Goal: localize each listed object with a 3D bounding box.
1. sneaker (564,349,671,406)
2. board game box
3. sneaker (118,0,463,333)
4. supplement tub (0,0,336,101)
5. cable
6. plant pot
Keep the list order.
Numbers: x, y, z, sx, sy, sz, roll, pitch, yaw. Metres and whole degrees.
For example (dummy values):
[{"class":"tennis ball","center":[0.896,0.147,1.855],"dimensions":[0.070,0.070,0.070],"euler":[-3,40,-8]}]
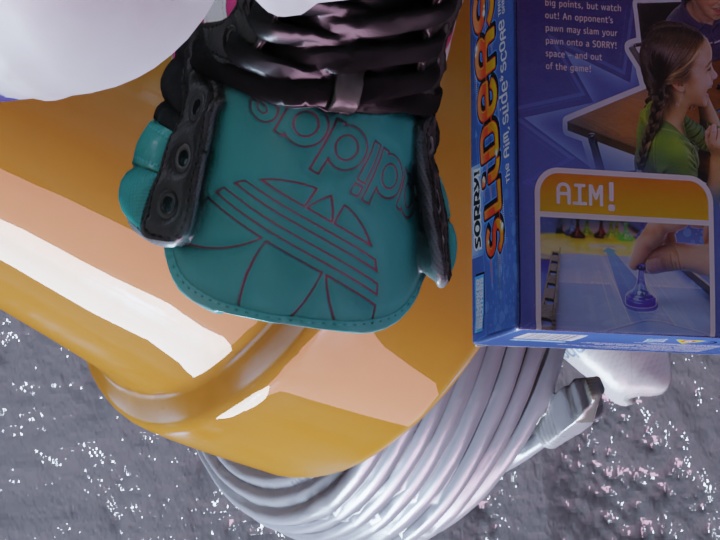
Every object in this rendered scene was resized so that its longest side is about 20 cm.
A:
[{"class":"sneaker","center":[0.115,-0.019,0.944],"dimensions":[0.074,0.087,0.200],"euler":[-29,-171,46]},{"class":"board game box","center":[0.127,-0.044,0.685],"dimensions":[0.199,0.136,0.034],"euler":[4,171,-18]},{"class":"sneaker","center":[-0.005,-0.049,0.566],"dimensions":[0.083,0.121,0.200],"euler":[8,169,-11]},{"class":"supplement tub","center":[-0.095,-0.094,0.367],"dimensions":[0.199,0.146,0.145],"euler":[-3,177,9]},{"class":"cable","center":[0.000,0.000,0.874],"dimensions":[0.069,0.201,0.200],"euler":[10,139,-32]},{"class":"plant pot","center":[-0.069,-0.056,0.755],"dimensions":[0.183,0.201,0.200],"euler":[20,165,-32]}]
